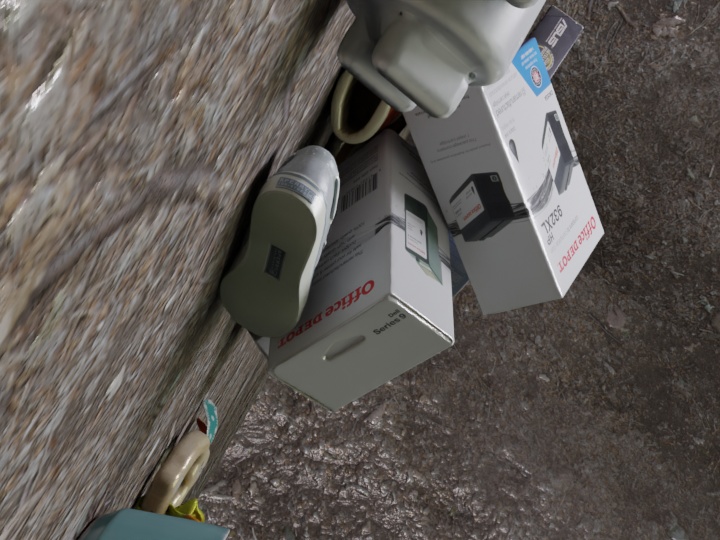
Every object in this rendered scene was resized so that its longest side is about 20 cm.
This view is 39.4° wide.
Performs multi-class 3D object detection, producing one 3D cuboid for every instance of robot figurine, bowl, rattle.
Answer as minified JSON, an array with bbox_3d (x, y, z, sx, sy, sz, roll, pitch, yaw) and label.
[{"bbox_3d":[0.065,-0.194,0.608,0.169,0.113,0.202,25,-96,52],"label":"robot figurine"},{"bbox_3d":[-0.201,0.279,0.826,0.202,0.104,0.201,-61,180,-1],"label":"bowl"},{"bbox_3d":[-0.169,0.248,1.180,0.200,0.141,0.132,-40,143,-72],"label":"rattle"}]

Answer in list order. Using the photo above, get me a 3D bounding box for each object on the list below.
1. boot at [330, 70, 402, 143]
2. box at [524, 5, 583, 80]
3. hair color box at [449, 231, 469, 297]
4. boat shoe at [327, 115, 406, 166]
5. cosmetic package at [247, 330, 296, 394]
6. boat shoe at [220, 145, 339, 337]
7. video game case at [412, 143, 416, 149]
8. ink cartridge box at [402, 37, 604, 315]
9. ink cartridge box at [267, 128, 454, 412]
[{"bbox_3d":[0.039,-0.193,0.837,0.201,0.075,0.107,-60,175,30],"label":"boot"},{"bbox_3d":[0.147,-0.167,1.082,0.201,0.049,0.161,-56,179,-21],"label":"box"},{"bbox_3d":[0.138,-0.059,1.127,0.099,0.060,0.200,-57,-178,-34],"label":"hair color box"},{"bbox_3d":[0.006,-0.124,1.061,0.202,0.073,0.076,-61,-178,-8],"label":"boat shoe"},{"bbox_3d":[-0.033,0.043,1.177,0.199,0.091,0.107,-36,-166,-9],"label":"cosmetic package"},{"bbox_3d":[-0.056,-0.019,0.779,0.072,0.070,0.201,-58,177,-36],"label":"boat shoe"},{"bbox_3d":[0.052,-0.107,1.121,0.181,0.025,0.201,-48,-173,39],"label":"video game case"},{"bbox_3d":[0.134,-0.085,0.901,0.083,0.202,0.145,-13,-163,34],"label":"ink cartridge box"},{"bbox_3d":[0.000,0.000,0.873,0.145,0.084,0.202,-33,-143,32],"label":"ink cartridge box"}]
